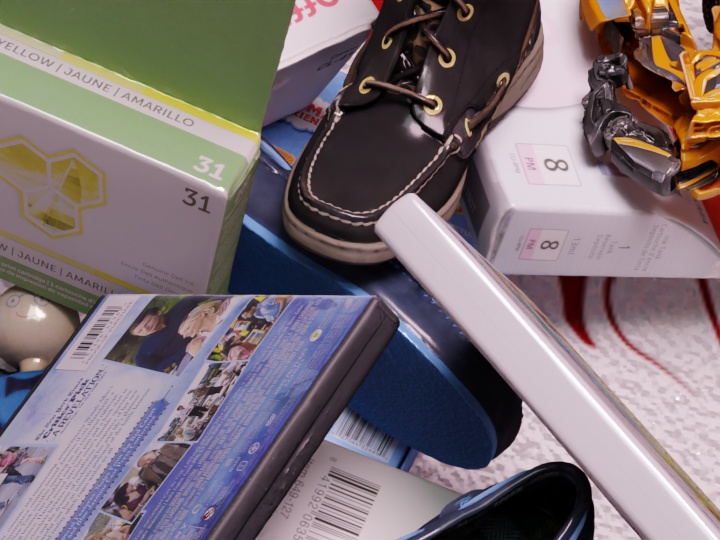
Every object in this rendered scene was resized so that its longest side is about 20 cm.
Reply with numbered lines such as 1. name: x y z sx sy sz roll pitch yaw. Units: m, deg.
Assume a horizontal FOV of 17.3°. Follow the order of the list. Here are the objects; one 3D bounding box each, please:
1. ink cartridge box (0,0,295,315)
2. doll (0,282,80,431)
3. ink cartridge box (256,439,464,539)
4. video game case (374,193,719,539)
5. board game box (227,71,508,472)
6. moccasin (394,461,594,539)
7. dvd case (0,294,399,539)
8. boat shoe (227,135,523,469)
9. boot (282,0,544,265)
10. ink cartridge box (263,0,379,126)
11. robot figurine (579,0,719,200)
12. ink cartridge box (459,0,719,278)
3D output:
1. ink cartridge box: -0.109 -0.070 0.946 0.145 0.201 0.048 23 47 5
2. doll: -0.132 0.093 0.976 0.136 0.049 0.201 -10 55 8
3. ink cartridge box: 0.004 0.175 0.886 0.199 0.145 0.148 22 53 7
4. video game case: 0.096 0.067 0.869 0.023 0.182 0.200 -43 70 4
5. board game box: -0.014 -0.002 1.086 0.151 0.037 0.200 24 54 8
6. moccasin: 0.000 0.123 0.789 0.080 0.068 0.200 38 57 17
7. dvd case: -0.083 0.067 0.874 0.018 0.199 0.143 46 65 -26
8. boat shoe: 0.000 0.000 1.014 0.200 0.084 0.069 43 54 17
9. boot: 0.031 -0.109 0.986 0.073 0.151 0.200 24 44 18
10. ink cartridge box: -0.110 -0.150 1.064 0.147 0.086 0.201 -27 81 -34
11. robot figurine: 0.165 -0.103 1.085 0.144 0.058 0.201 -4 39 -6
12. ink cartridge box: 0.133 -0.068 1.124 0.199 0.057 0.163 -1 46 -17
